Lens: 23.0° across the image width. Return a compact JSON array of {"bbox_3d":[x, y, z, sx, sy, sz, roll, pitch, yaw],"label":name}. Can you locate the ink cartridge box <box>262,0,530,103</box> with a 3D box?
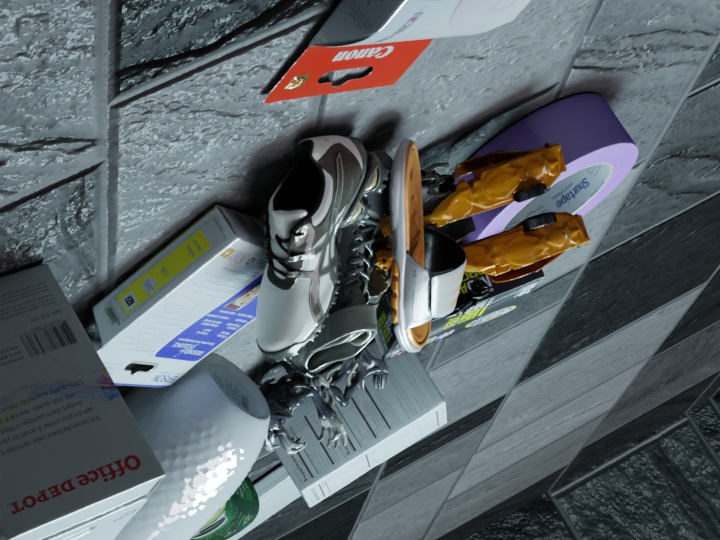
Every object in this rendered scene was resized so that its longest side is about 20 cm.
[{"bbox_3d":[0.041,-0.181,1.325,0.162,0.057,0.200,-14,150,-47],"label":"ink cartridge box"}]

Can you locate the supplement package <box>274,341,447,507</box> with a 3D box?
[{"bbox_3d":[-0.009,0.176,2.105,0.199,0.110,0.114,-31,163,-6],"label":"supplement package"}]

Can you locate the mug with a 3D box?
[{"bbox_3d":[-0.177,0.164,1.761,0.175,0.148,0.200,-45,-169,15],"label":"mug"}]

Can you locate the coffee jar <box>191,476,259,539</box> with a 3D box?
[{"bbox_3d":[-0.192,0.268,2.078,0.104,0.086,0.200,-31,164,3],"label":"coffee jar"}]

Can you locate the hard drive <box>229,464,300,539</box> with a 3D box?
[{"bbox_3d":[-0.146,0.321,2.407,0.199,0.026,0.132,-36,163,8],"label":"hard drive"}]

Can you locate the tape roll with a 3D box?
[{"bbox_3d":[0.180,-0.091,1.784,0.199,0.066,0.200,-29,163,-10],"label":"tape roll"}]

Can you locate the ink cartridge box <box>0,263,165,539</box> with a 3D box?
[{"bbox_3d":[-0.273,0.129,1.358,0.145,0.201,0.145,-18,158,-37],"label":"ink cartridge box"}]

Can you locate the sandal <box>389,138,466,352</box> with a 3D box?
[{"bbox_3d":[0.061,-0.015,1.554,0.079,0.059,0.208,-62,153,-54],"label":"sandal"}]

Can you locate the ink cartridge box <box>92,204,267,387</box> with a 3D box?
[{"bbox_3d":[-0.150,0.028,1.570,0.199,0.047,0.197,-36,164,14],"label":"ink cartridge box"}]

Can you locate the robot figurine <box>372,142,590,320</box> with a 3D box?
[{"bbox_3d":[0.105,-0.040,1.652,0.199,0.146,0.058,-18,-174,-1],"label":"robot figurine"}]

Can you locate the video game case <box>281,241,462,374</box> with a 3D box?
[{"bbox_3d":[0.020,0.028,1.898,0.199,0.026,0.181,-23,161,-26],"label":"video game case"}]

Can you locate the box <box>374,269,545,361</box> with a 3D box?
[{"bbox_3d":[0.096,0.034,1.834,0.159,0.045,0.200,-20,171,-8],"label":"box"}]

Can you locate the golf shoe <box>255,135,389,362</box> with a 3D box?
[{"bbox_3d":[-0.057,-0.023,1.479,0.094,0.078,0.201,13,100,-50],"label":"golf shoe"}]

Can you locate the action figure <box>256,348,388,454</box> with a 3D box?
[{"bbox_3d":[-0.060,0.154,1.958,0.199,0.103,0.119,-27,-166,-32],"label":"action figure"}]

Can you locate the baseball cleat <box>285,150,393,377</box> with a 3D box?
[{"bbox_3d":[-0.006,0.000,1.539,0.070,0.106,0.201,13,110,-53],"label":"baseball cleat"}]

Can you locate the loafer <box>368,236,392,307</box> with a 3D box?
[{"bbox_3d":[0.000,0.000,1.691,0.063,0.072,0.200,-53,178,9],"label":"loafer"}]
